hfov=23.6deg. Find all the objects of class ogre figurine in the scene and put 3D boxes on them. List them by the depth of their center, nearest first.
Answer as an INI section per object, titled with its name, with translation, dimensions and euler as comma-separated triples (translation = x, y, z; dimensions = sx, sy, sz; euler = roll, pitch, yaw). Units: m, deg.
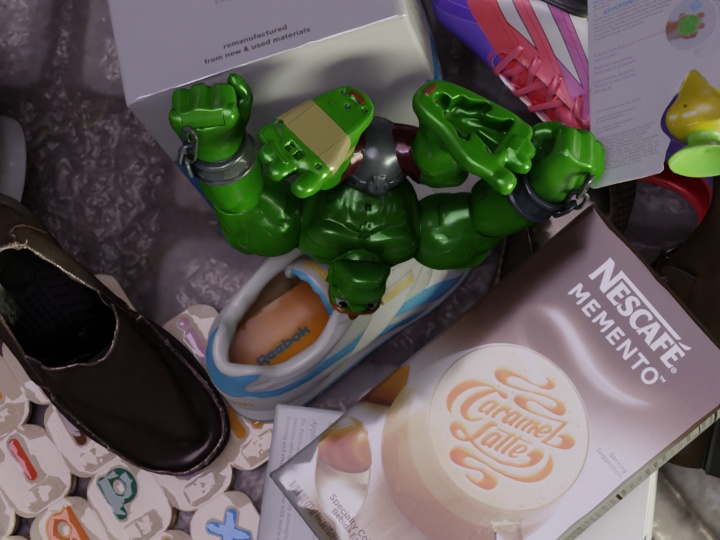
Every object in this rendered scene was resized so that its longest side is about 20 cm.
[ogre figurine]
translation = 0.008, -0.041, 0.846
dimensions = 0.200, 0.120, 0.098
euler = -13, 65, -17

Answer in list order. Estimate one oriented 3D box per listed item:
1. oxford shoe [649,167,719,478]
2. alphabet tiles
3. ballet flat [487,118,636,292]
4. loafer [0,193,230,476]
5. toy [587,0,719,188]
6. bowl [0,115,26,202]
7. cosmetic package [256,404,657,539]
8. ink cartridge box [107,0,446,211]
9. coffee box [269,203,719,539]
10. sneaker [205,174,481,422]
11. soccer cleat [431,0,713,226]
[oxford shoe]
translation = 0.170, 0.011, 0.876
dimensions = 0.084, 0.073, 0.200
euler = 13, 112, 17
[alphabet tiles]
translation = -0.141, 0.111, 0.975
dimensions = 0.200, 0.015, 0.196
euler = -35, 78, 3
[ballet flat]
translation = 0.100, -0.008, 0.933
dimensions = 0.067, 0.046, 0.200
euler = 20, 82, 13
[loafer]
translation = -0.143, 0.046, 0.901
dimensions = 0.073, 0.071, 0.200
euler = -47, 115, -1
[toy]
translation = 0.170, -0.137, 0.853
dimensions = 0.115, 0.047, 0.200
euler = -14, 59, 35
[bowl]
translation = -0.251, -0.057, 0.961
dimensions = 0.107, 0.200, 0.201
euler = 10, 81, -31
[cosmetic package]
translation = 0.051, 0.135, 0.903
dimensions = 0.200, 0.085, 0.108
euler = 8, 84, 10
[ink cartridge box]
translation = -0.050, -0.164, 0.916
dimensions = 0.146, 0.147, 0.200
euler = -17, 67, 8
[coffee box]
translation = 0.072, 0.078, 0.823
dimensions = 0.200, 0.080, 0.114
euler = -41, 76, 2
[sneaker]
translation = 0.000, 0.000, 0.931
dimensions = 0.076, 0.081, 0.200
euler = 42, 81, 14
[soccer cleat]
translation = 0.120, -0.092, 0.906
dimensions = 0.200, 0.068, 0.073
euler = 27, 80, -2
